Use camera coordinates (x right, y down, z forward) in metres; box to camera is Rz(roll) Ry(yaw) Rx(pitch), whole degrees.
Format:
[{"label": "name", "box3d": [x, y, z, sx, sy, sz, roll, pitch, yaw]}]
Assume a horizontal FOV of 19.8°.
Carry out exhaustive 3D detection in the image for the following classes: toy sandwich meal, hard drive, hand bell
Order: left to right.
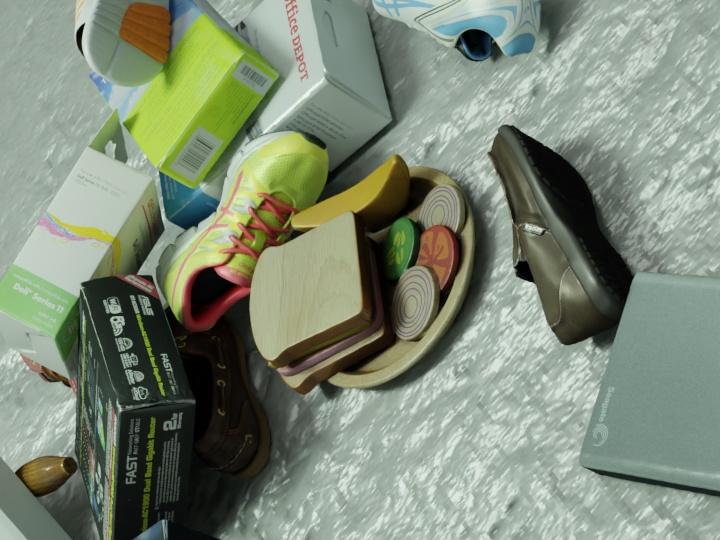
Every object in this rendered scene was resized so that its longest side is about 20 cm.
[{"label": "hand bell", "box3d": [-0.314, 0.192, 1.792, 0.200, 0.104, 0.104, -24, 52, 40]}, {"label": "toy sandwich meal", "box3d": [0.000, 0.000, 1.589, 0.205, 0.070, 0.205, -26, 51, 37]}, {"label": "hard drive", "box3d": [0.238, 0.075, 1.310, 0.200, 0.033, 0.140, 5, 72, 50]}]

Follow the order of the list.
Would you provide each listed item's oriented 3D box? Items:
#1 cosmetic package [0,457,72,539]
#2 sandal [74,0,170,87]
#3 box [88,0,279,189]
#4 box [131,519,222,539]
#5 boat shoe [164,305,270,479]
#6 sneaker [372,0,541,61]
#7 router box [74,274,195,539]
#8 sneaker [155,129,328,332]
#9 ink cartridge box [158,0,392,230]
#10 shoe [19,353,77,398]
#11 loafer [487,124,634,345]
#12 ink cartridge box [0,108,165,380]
[{"label": "cosmetic package", "box3d": [-0.320, 0.209, 1.737, 0.200, 0.051, 0.083, 48, 119, 4]}, {"label": "sandal", "box3d": [-0.202, -0.220, 1.742, 0.059, 0.079, 0.207, -30, 34, 33]}, {"label": "box", "box3d": [-0.153, -0.163, 1.741, 0.122, 0.048, 0.200, -53, 35, 8]}, {"label": "box", "box3d": [-0.170, 0.308, 1.567, 0.200, 0.107, 0.149, -37, 46, 29]}, {"label": "boat shoe", "box3d": [-0.132, 0.086, 1.688, 0.070, 0.070, 0.200, -50, 39, 15]}, {"label": "sneaker", "box3d": [0.070, -0.204, 1.640, 0.200, 0.072, 0.073, 14, 106, 58]}, {"label": "router box", "box3d": [-0.182, 0.125, 1.641, 0.150, 0.062, 0.200, -114, 24, -45]}, {"label": "sneaker", "box3d": [-0.089, -0.026, 1.674, 0.200, 0.078, 0.090, -51, 28, 23]}, {"label": "ink cartridge box", "box3d": [-0.079, -0.135, 1.746, 0.200, 0.084, 0.145, -39, 42, 27]}, {"label": "shoe", "box3d": [-0.248, 0.081, 1.823, 0.091, 0.071, 0.200, -45, 36, 23]}, {"label": "loafer", "box3d": [0.127, -0.026, 1.460, 0.071, 0.073, 0.200, -44, 41, 22]}, {"label": "ink cartridge box", "box3d": [-0.223, -0.022, 1.719, 0.067, 0.117, 0.200, 26, 72, 9]}]
